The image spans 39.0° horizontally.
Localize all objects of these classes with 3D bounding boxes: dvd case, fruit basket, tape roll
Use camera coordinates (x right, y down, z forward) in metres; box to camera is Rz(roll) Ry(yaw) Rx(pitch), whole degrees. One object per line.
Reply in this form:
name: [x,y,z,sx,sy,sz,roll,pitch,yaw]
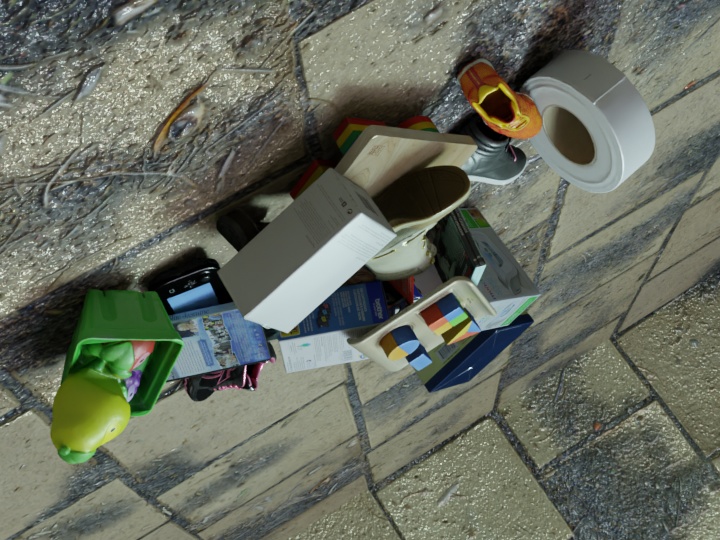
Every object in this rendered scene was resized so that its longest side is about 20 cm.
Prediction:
dvd case: [0.125,-0.056,1.519,0.022,0.201,0.146,-15,155,-14]
dvd case: [-0.236,0.106,1.463,0.199,0.018,0.143,-12,142,-3]
fruit basket: [-0.322,0.150,1.303,0.155,0.216,0.216,3,143,-26]
tape roll: [0.320,-0.212,1.452,0.071,0.202,0.203,-38,161,-17]

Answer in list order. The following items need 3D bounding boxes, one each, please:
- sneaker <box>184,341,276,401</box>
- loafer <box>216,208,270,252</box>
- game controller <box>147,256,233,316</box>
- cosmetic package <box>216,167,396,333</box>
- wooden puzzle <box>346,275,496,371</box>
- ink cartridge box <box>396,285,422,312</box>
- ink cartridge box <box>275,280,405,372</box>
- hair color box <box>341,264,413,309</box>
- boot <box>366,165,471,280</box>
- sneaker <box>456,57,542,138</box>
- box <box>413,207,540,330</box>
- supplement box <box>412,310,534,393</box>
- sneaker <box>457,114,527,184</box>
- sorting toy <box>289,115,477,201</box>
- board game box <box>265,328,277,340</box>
sneaker: [-0.211,0.168,1.669,0.200,0.096,0.079,-43,159,27]
loafer: [-0.133,-0.044,1.367,0.071,0.073,0.200,-44,163,-4]
game controller: [-0.234,0.042,1.430,0.104,0.042,0.200,-30,158,-10]
cosmetic package: [-0.067,-0.021,1.278,0.200,0.085,0.108,-40,152,11]
wooden puzzle: [0.099,0.093,1.495,0.199,0.046,0.185,-29,156,9]
ink cartridge box: [0.035,0.065,1.807,0.136,0.077,0.200,-10,150,-48]
ink cartridge box: [-0.026,0.084,1.537,0.199,0.077,0.137,-8,155,-3]
hair color box: [0.000,0.000,1.540,0.101,0.062,0.200,-11,151,23]
boot: [0.078,-0.059,1.382,0.199,0.072,0.155,-29,152,15]
sneaker: [0.197,-0.217,1.400,0.073,0.077,0.200,-38,148,22]
box: [0.175,-0.001,1.716,0.176,0.200,0.097,-4,144,-51]
supplement box: [0.170,0.082,1.888,0.134,0.200,0.200,-6,146,-51]
sneaker: [0.210,-0.186,1.537,0.199,0.071,0.099,-5,151,-44]
sorting toy: [0.021,-0.129,1.364,0.198,0.070,0.200,-1,142,-43]
board game box: [-0.123,0.053,1.574,0.136,0.028,0.200,-54,160,16]
